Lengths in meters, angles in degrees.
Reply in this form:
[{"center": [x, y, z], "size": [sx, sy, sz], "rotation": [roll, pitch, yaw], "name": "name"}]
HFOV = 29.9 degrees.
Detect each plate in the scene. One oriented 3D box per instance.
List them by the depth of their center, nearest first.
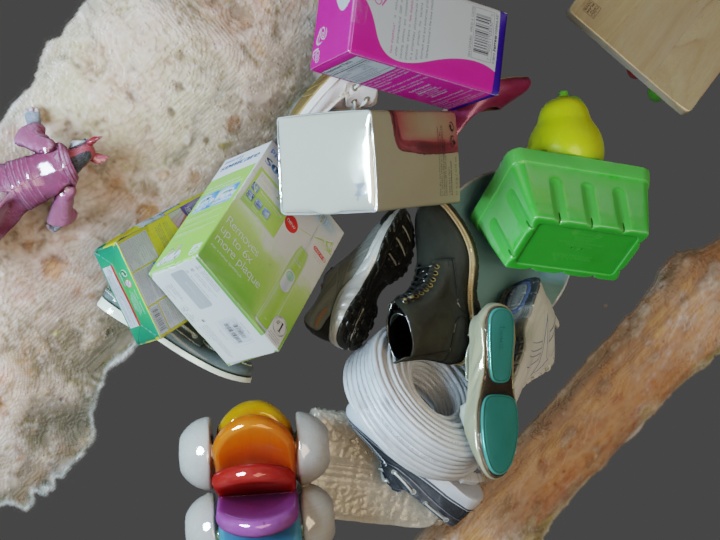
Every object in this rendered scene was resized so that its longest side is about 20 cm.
[{"center": [0.177, -0.025, 1.699], "size": [0.198, 0.026, 0.203], "rotation": [-1, 94, -21], "name": "plate"}]

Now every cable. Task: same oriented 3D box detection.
[{"center": [0.074, 0.154, 1.587], "size": [0.199, 0.069, 0.201], "rotation": [6, 48, -47], "name": "cable"}]

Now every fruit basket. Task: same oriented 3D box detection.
[{"center": [0.246, -0.106, 1.654], "size": [0.213, 0.156, 0.217], "rotation": [14, 46, -14], "name": "fruit basket"}]

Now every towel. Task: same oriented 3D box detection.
[{"center": [0.019, 0.242, 1.653], "size": [0.198, 0.034, 0.134], "rotation": [10, 88, -20], "name": "towel"}]

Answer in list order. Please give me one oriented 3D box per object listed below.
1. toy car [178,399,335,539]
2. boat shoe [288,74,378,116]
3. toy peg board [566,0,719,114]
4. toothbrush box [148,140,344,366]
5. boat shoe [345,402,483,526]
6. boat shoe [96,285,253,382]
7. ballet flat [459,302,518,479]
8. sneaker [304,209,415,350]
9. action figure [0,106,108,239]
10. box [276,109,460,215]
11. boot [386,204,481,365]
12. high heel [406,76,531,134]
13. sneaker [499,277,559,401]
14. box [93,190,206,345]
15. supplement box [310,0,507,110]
[{"center": [-0.116, 0.254, 1.527], "size": [0.173, 0.150, 0.203], "rotation": [-4, 95, -4], "name": "toy car"}, {"center": [-0.006, -0.220, 1.594], "size": [0.200, 0.071, 0.069], "rotation": [-46, 105, -13], "name": "boat shoe"}, {"center": [0.385, -0.329, 1.734], "size": [0.199, 0.098, 0.201], "rotation": [39, 79, -2], "name": "toy peg board"}, {"center": [-0.122, -0.020, 1.499], "size": [0.146, 0.085, 0.201], "rotation": [52, 42, -23], "name": "toothbrush box"}, {"center": [0.052, 0.232, 1.613], "size": [0.199, 0.072, 0.068], "rotation": [38, 111, -11], "name": "boat shoe"}, {"center": [-0.201, 0.063, 1.540], "size": [0.199, 0.073, 0.062], "rotation": [30, 87, -14], "name": "boat shoe"}, {"center": [0.144, 0.139, 1.546], "size": [0.069, 0.069, 0.203], "rotation": [11, 75, -20], "name": "ballet flat"}, {"center": [0.000, 0.000, 1.609], "size": [0.201, 0.079, 0.074], "rotation": [-56, 140, -25], "name": "sneaker"}, {"center": [-0.364, -0.098, 1.436], "size": [0.198, 0.149, 0.135], "rotation": [-28, 96, -2], "name": "action figure"}, {"center": [0.012, -0.123, 1.520], "size": [0.199, 0.127, 0.111], "rotation": [-9, 97, -59], "name": "box"}, {"center": [0.074, 0.012, 1.577], "size": [0.137, 0.077, 0.202], "rotation": [0, 70, -48], "name": "boot"}, {"center": [0.127, -0.168, 1.648], "size": [0.198, 0.067, 0.097], "rotation": [-21, 91, -3], "name": "high heel"}, {"center": [0.200, 0.103, 1.634], "size": [0.087, 0.074, 0.201], "rotation": [47, 50, -26], "name": "sneaker"}, {"center": [-0.196, -0.012, 1.511], "size": [0.199, 0.048, 0.118], "rotation": [-34, 103, -47], "name": "box"}, {"center": [0.055, -0.261, 1.536], "size": [0.198, 0.103, 0.103], "rotation": [13, 79, -28], "name": "supplement box"}]
